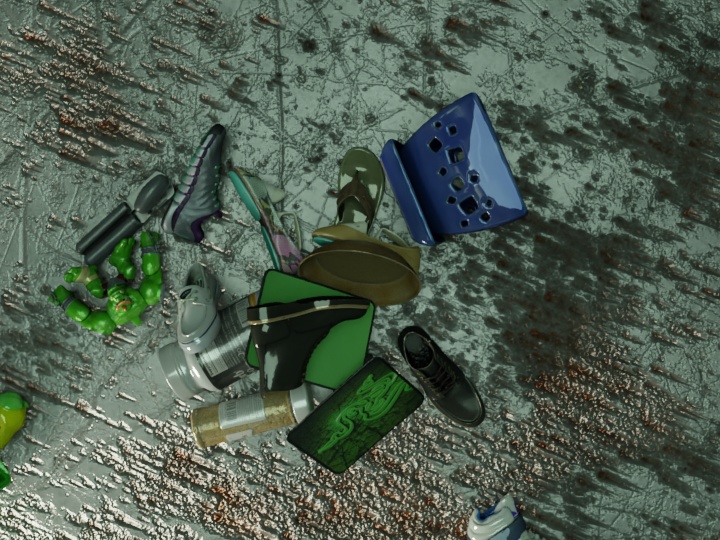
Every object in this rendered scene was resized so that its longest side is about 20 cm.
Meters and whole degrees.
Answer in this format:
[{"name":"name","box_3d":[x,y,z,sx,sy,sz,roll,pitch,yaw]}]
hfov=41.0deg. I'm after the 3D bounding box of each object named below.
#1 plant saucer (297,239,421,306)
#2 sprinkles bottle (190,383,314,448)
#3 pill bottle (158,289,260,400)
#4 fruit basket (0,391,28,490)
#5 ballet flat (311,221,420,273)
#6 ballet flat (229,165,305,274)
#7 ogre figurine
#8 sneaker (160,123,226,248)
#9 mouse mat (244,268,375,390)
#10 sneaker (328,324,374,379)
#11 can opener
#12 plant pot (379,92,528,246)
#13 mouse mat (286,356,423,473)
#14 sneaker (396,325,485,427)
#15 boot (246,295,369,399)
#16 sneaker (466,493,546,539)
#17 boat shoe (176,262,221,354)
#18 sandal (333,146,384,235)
[{"name":"plant saucer","box_3d":[0.000,0.000,1.523,0.198,0.201,0.036,7,65,3]},{"name":"sprinkles bottle","box_3d":[-0.176,0.237,1.584,0.198,0.068,0.069,-14,90,4]},{"name":"pill bottle","box_3d":[-0.218,0.124,1.562,0.198,0.116,0.117,-28,89,4]},{"name":"fruit basket","box_3d":[-0.650,0.279,1.580,0.213,0.155,0.218,3,101,17]},{"name":"ballet flat","box_3d":[0.011,-0.045,1.551,0.199,0.068,0.064,22,75,-27]},{"name":"ballet flat","box_3d":[-0.144,-0.089,1.585,0.071,0.069,0.202,-27,93,-15]},{"name":"ogre figurine","box_3d":[-0.398,0.030,1.583,0.199,0.098,0.120,-29,75,-26]},{"name":"sneaker","box_3d":[-0.252,-0.140,1.590,0.087,0.074,0.201,27,102,-10]},{"name":"mouse mat","box_3d":[-0.076,0.098,1.522,0.198,0.008,0.163,19,72,-20]},{"name":"sneaker","box_3d":[-0.052,0.131,1.561,0.200,0.075,0.079,41,57,2]},{"name":"can opener","box_3d":[-0.393,-0.089,1.589,0.200,0.067,0.053,-41,76,2]},{"name":"plant pot","box_3d":[0.144,-0.144,1.503,0.178,0.200,0.202,-23,90,10]},{"name":"mouse mat","box_3d":[-0.006,0.236,1.542,0.200,0.008,0.161,-43,132,5]},{"name":"sneaker","box_3d":[0.127,0.179,1.548,0.075,0.106,0.200,-41,89,3]},{"name":"boot","box_3d":[-0.077,0.114,1.486,0.198,0.077,0.140,-6,93,-23]},{"name":"sneaker","box_3d":[0.271,0.435,1.557,0.197,0.081,0.148,-5,95,9]},{"name":"boat shoe","box_3d":[-0.265,0.056,1.520,0.073,0.200,0.067,-26,116,5]},{"name":"sandal","box_3d":[-0.007,-0.101,1.575,0.079,0.057,0.203,10,91,3]}]
